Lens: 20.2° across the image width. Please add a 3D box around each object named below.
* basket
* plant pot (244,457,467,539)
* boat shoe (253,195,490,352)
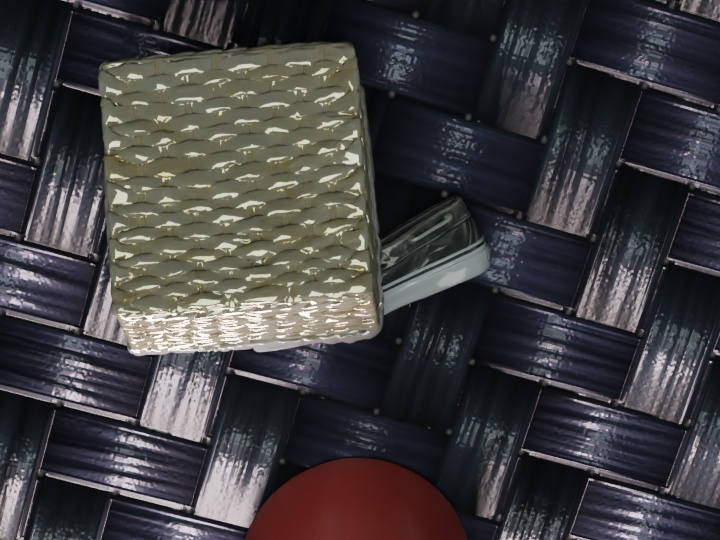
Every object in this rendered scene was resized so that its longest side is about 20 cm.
[{"bbox_3d":[-0.083,-0.050,1.448,0.198,0.161,0.200,-4,82,-2],"label":"basket"},{"bbox_3d":[-0.002,0.274,1.585,0.198,0.178,0.202,-1,108,-2],"label":"plant pot"},{"bbox_3d":[0.000,0.000,1.557,0.199,0.072,0.071,-23,100,-5],"label":"boat shoe"}]
